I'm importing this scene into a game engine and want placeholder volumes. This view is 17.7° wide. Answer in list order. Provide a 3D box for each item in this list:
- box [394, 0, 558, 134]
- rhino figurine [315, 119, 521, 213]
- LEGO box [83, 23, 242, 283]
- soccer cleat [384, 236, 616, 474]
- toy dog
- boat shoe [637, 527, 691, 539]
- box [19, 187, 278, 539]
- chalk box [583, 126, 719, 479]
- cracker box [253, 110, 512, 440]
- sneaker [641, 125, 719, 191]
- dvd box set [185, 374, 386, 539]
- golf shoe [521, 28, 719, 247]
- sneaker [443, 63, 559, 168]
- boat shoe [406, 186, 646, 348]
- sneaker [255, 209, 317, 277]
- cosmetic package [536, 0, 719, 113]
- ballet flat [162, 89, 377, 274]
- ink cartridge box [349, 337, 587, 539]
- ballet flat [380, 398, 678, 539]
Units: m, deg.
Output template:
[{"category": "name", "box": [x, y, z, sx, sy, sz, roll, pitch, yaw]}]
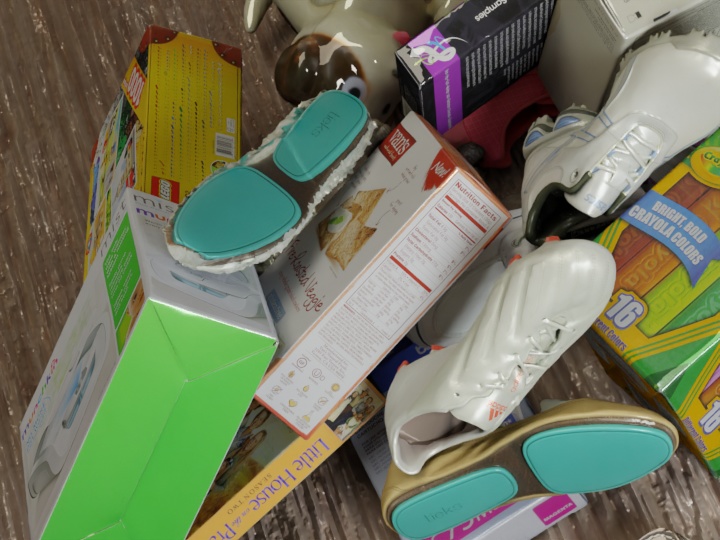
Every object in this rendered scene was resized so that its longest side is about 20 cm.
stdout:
[{"category": "box", "box": [0.113, -0.174, 1.582, 0.199, 0.143, 0.036, -35, 77, -5]}, {"category": "rhino figurine", "box": [0.060, -0.045, 1.639, 0.198, 0.060, 0.088, 13, 52, 17]}, {"category": "LEGO box", "box": [-0.146, -0.054, 1.697, 0.149, 0.077, 0.201, 121, 155, -44]}, {"category": "soccer cleat", "box": [0.087, 0.055, 1.418, 0.200, 0.069, 0.078, -42, 30, 36]}, {"category": "toy dog", "box": [-0.015, -0.194, 1.740, 0.192, 0.140, 0.201, -18, 53, 19]}, {"category": "boat shoe", "box": [0.146, 0.239, 1.402, 0.072, 0.060, 0.201, 22, 71, 38]}, {"category": "box", "box": [-0.142, 0.077, 1.525, 0.201, 0.096, 0.177, -64, 21, 20]}, {"category": "chalk box", "box": [0.245, 0.004, 1.464, 0.200, 0.124, 0.125, -43, 49, -3]}, {"category": "cracker box", "box": [0.000, 0.000, 1.525, 0.200, 0.058, 0.134, -47, 22, 6]}, {"category": "sneaker", "box": [0.265, -0.099, 1.574, 0.198, 0.075, 0.100, -6, 37, 26]}, {"category": "dvd box set", "box": [-0.079, 0.121, 1.589, 0.200, 0.029, 0.146, -42, 25, 3]}, {"category": "golf shoe", "box": [0.172, -0.075, 1.463, 0.200, 0.078, 0.098, -39, 26, 51]}, {"category": "sneaker", "box": [0.136, -0.154, 1.685, 0.087, 0.074, 0.200, 40, 87, 28]}, {"category": "boat shoe", "box": [0.119, -0.006, 1.544, 0.199, 0.074, 0.067, -33, 33, -18]}, {"category": "sneaker", "box": [-0.069, -0.017, 1.694, 0.100, 0.069, 0.201, -46, 16, 44]}, {"category": "cosmetic package", "box": [0.187, -0.165, 1.546, 0.103, 0.200, 0.073, -27, 77, -11]}, {"category": "ballet flat", "box": [-0.058, -0.045, 1.524, 0.071, 0.072, 0.200, 14, 41, 35]}, {"category": "ink cartridge box", "box": [0.057, 0.109, 1.557, 0.119, 0.042, 0.201, -33, 47, 5]}, {"category": "ballet flat", "box": [0.103, 0.112, 1.465, 0.198, 0.069, 0.063, -17, 39, 15]}]
